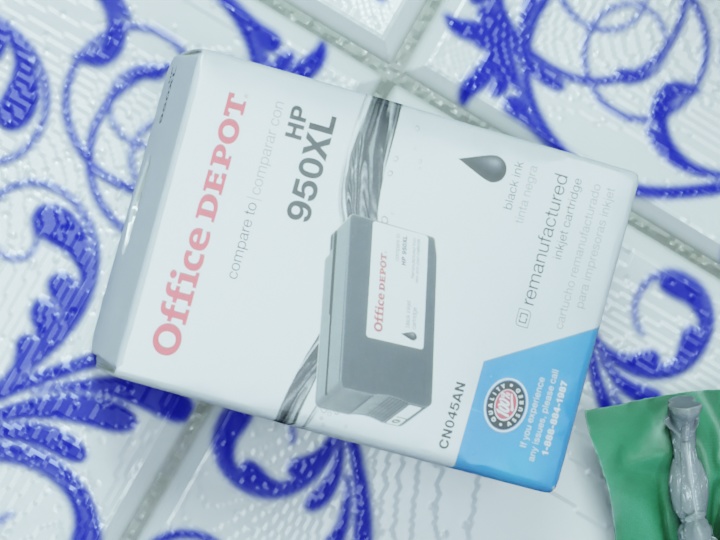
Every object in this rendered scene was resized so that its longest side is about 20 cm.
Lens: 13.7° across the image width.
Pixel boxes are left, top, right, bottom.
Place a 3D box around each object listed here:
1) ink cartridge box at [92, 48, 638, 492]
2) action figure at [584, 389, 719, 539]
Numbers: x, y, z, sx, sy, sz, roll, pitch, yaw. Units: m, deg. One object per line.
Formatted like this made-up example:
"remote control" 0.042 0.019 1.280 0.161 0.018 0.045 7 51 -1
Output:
"ink cartridge box" 0.000 0.000 1.284 0.199 0.084 0.145 15 89 -11
"action figure" 0.167 0.154 1.342 0.118 0.055 0.201 -8 98 -14
